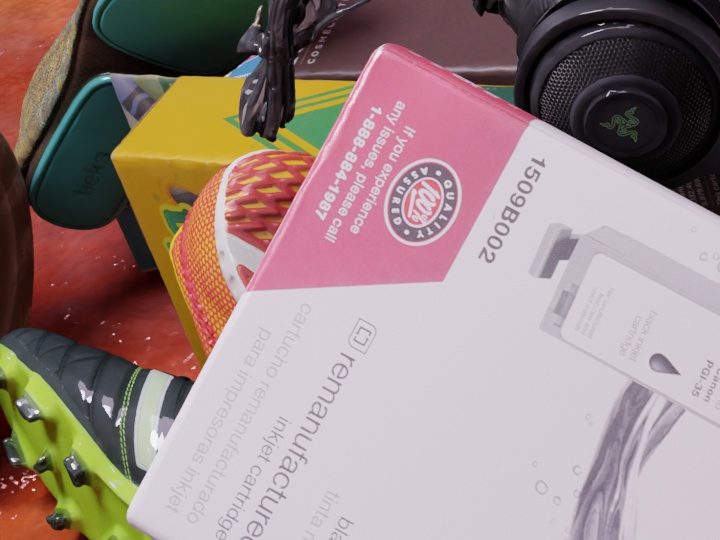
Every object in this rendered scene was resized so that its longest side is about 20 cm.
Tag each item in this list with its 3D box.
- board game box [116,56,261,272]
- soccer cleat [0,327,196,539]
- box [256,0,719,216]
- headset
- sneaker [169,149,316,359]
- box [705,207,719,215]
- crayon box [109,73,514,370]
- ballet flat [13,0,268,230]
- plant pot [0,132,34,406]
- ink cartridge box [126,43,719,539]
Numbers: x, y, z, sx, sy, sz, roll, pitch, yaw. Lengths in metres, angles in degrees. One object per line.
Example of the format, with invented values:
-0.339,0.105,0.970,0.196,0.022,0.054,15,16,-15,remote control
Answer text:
-0.019,-0.090,1.073,0.150,0.047,0.200,-12,34,12,board game box
-0.053,0.067,0.865,0.081,0.068,0.200,-30,40,-30,soccer cleat
0.074,-0.075,0.900,0.199,0.075,0.100,-1,42,29,box
0.065,-0.070,0.772,0.199,0.094,0.124,2,44,-22,headset
0.002,0.061,0.768,0.073,0.201,0.077,-15,-12,-24,sneaker
0.176,-0.081,0.956,0.192,0.048,0.200,-23,35,2,box
0.000,0.000,0.866,0.199,0.126,0.052,5,41,34,crayon box
-0.075,-0.091,0.927,0.200,0.071,0.071,-49,7,47,ballet flat
-0.221,-0.001,0.941,0.172,0.201,0.200,2,39,15,plant pot
0.063,0.052,0.670,0.199,0.083,0.147,28,89,12,ink cartridge box
